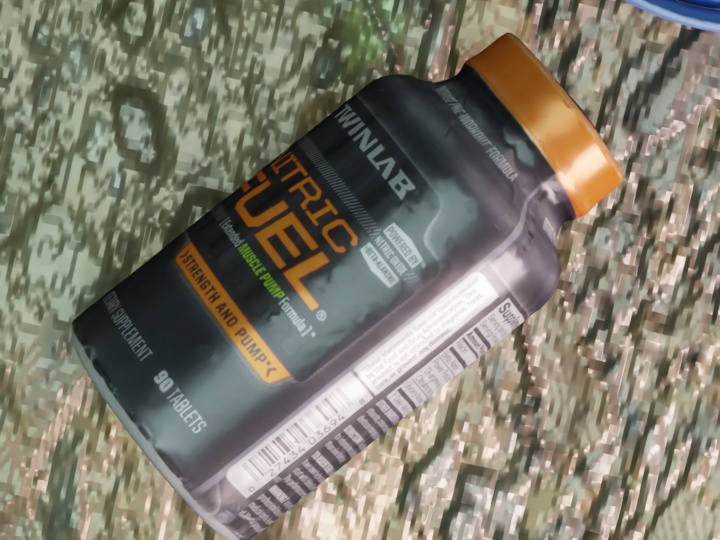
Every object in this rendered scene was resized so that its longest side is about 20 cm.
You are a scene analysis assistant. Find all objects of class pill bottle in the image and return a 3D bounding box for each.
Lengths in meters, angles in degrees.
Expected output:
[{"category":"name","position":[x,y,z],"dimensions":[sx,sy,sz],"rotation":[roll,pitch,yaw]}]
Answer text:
[{"category":"pill bottle","position":[0.000,0.000,1.020],"dimensions":[0.200,0.106,0.106],"rotation":[-39,97,0]}]

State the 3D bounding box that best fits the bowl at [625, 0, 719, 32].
[{"category":"bowl","position":[0.147,-0.190,1.042],"dimensions":[0.199,0.039,0.202],"rotation":[0,96,-4]}]
